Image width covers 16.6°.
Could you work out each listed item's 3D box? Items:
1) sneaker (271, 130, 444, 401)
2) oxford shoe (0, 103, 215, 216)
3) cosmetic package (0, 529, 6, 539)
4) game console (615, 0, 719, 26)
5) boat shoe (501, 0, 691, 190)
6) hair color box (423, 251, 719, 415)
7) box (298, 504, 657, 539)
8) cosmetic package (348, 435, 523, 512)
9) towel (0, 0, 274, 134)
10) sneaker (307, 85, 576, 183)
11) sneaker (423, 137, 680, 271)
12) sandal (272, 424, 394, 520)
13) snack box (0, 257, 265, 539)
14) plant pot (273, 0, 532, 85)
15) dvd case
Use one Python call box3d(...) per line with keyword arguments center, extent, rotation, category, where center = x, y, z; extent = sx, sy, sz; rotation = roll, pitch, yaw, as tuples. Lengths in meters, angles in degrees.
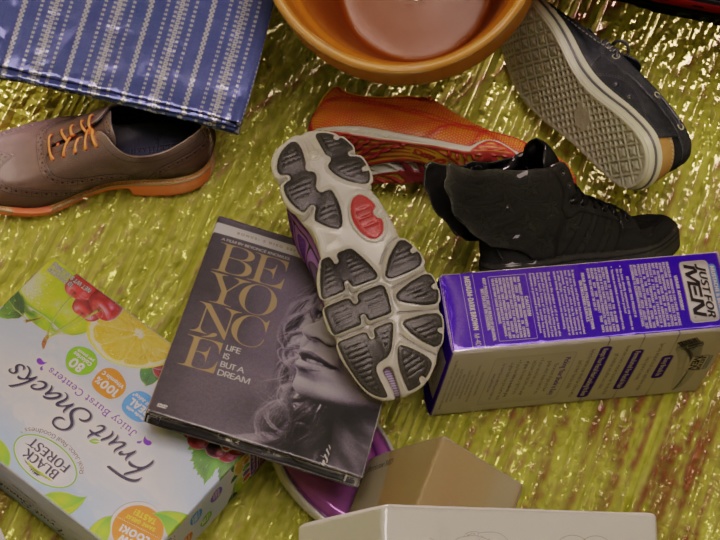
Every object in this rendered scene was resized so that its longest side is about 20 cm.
box3d(center=(0.000, 0.000, 1.683), extent=(0.080, 0.084, 0.201), rotation=(-17, 66, -8), category="sneaker")
box3d(center=(-0.201, -0.089, 1.746), extent=(0.198, 0.073, 0.072), rotation=(-10, 65, -12), category="oxford shoe")
box3d(center=(-0.322, 0.211, 1.573), extent=(0.199, 0.081, 0.113), rotation=(-22, 70, -18), category="cosmetic package")
box3d(center=(0.213, -0.252, 1.847), extent=(0.198, 0.119, 0.174), rotation=(10, 66, -10), category="game console")
box3d(center=(0.170, -0.135, 1.816), extent=(0.062, 0.075, 0.200), rotation=(-14, 49, -35), category="boat shoe")
box3d(center=(0.146, 0.044, 1.703), extent=(0.198, 0.109, 0.065), rotation=(-3, 64, -10), category="hair color box")
box3d(center=(0.074, 0.225, 1.495), extent=(0.199, 0.106, 0.154), rotation=(6, 76, -30), category="box")
box3d(center=(0.021, 0.215, 1.590), extent=(0.071, 0.105, 0.201), rotation=(32, 62, -19), category="cosmetic package")
box3d(center=(-0.164, -0.180, 1.744), extent=(0.198, 0.024, 0.146), rotation=(13, 67, 0), category="towel")
box3d(center=(0.062, -0.093, 1.787), extent=(0.199, 0.073, 0.077), rotation=(16, 47, -4), category="sneaker")
box3d(center=(0.139, -0.045, 1.734), extent=(0.199, 0.060, 0.105), rotation=(-14, 106, -27), category="sneaker")
box3d(center=(-0.031, 0.091, 1.690), extent=(0.082, 0.050, 0.204), rotation=(-20, 67, -16), category="sandal")
box3d(center=(-0.177, 0.103, 1.656), extent=(0.199, 0.053, 0.142), rotation=(34, 65, 17), category="snack box")
box3d(center=(0.034, -0.221, 1.765), extent=(0.199, 0.183, 0.202), rotation=(-1, 83, 4), category="plant pot")
box3d(center=(-0.050, 0.051, 1.675), extent=(0.148, 0.016, 0.201), rotation=(17, 42, 0), category="dvd case")
